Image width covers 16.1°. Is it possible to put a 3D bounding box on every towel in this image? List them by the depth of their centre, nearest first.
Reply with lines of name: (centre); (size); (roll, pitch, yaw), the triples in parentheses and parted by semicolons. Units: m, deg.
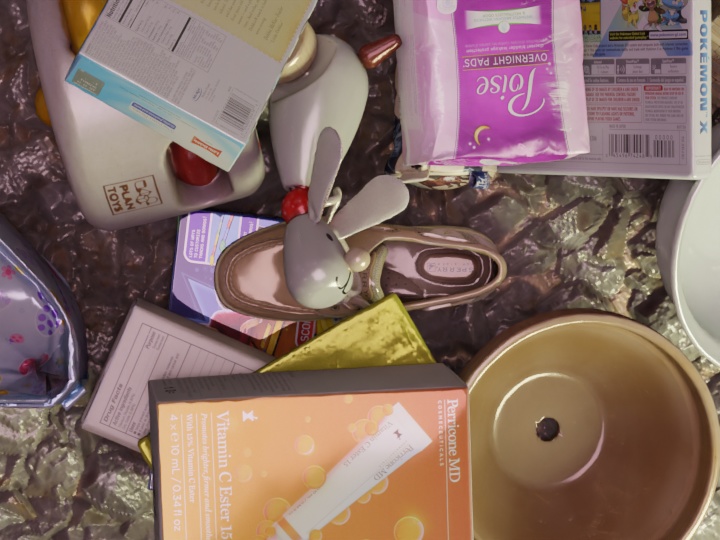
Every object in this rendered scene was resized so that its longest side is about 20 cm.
towel: (-0.043, 0.099, 1.685); (0.200, 0.018, 0.086); (-30, 100, -3)

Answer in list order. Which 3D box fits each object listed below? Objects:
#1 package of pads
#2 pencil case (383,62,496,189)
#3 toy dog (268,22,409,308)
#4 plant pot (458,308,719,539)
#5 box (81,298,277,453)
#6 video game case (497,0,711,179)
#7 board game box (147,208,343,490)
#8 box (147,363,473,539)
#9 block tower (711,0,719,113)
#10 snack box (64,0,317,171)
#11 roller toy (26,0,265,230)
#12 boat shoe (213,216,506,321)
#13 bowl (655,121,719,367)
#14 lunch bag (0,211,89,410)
package of pads: (0.082, -0.168, 1.674); (0.120, 0.076, 0.201); (-5, 95, -14)
pencil case: (0.056, -0.155, 1.745); (0.078, 0.089, 0.201); (1, 94, 10)
toy dog: (-0.010, -0.080, 1.638); (0.096, 0.132, 0.200); (-17, 83, 19)
plant pot: (0.141, 0.120, 1.761); (0.200, 0.093, 0.201); (-2, 100, -13)
box: (-0.081, 0.100, 1.729); (0.200, 0.078, 0.095); (25, 92, -4)
video game case: (0.156, -0.155, 1.712); (0.022, 0.200, 0.183); (-4, 96, -40)
board game box: (-0.072, 0.061, 1.784); (0.135, 0.034, 0.201); (7, 93, -3)
box: (-0.033, 0.132, 1.632); (0.199, 0.097, 0.125); (-3, 97, -7)
block tower: (0.256, -0.159, 1.695); (0.054, 0.200, 0.058); (37, 69, -4)
snack box: (-0.092, -0.170, 1.590); (0.116, 0.037, 0.200); (29, 55, -7)
roller toy: (-0.148, -0.124, 1.690); (0.139, 0.200, 0.183); (-14, 101, -2)
boat shoe: (0.000, 0.000, 1.733); (0.199, 0.065, 0.072); (-1, 94, -5)
bowl: (0.276, -0.035, 1.747); (0.201, 0.090, 0.202); (-11, 116, -24)
lunch bag: (-0.267, 0.021, 1.706); (0.200, 0.170, 0.127); (42, 90, -5)
